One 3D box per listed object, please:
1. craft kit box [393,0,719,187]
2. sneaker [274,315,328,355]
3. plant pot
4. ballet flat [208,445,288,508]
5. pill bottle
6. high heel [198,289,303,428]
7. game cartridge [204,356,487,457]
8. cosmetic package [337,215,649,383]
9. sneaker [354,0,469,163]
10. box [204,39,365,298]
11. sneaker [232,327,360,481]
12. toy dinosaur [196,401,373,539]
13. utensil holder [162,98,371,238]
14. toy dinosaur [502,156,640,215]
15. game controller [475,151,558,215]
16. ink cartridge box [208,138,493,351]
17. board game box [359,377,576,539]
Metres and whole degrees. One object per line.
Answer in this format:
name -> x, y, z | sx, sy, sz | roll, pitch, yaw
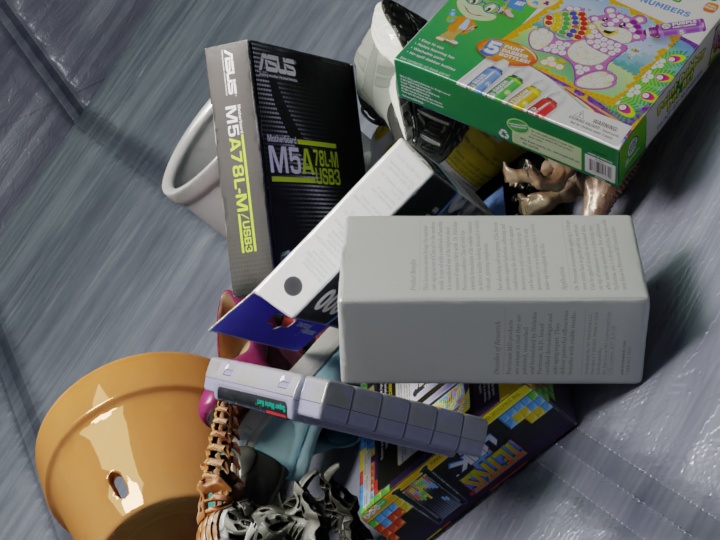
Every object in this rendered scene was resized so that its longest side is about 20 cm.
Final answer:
craft kit box -> 0.160, -0.174, 1.156 | 0.199, 0.049, 0.198 | 25, 56, 27
sneaker -> -0.056, 0.011, 1.389 | 0.087, 0.073, 0.203 | -58, -23, -75
plant pot -> -0.167, 0.189, 1.290 | 0.200, 0.199, 0.141 | -46, 38, 15
ballet flat -> -0.094, 0.238, 1.180 | 0.068, 0.068, 0.203 | 20, 98, 65
pill bottle -> 0.080, -0.110, 1.332 | 0.200, 0.114, 0.115 | -41, 24, 26
high heel -> -0.114, 0.071, 1.262 | 0.068, 0.096, 0.200 | -48, -5, 13
game cartridge -> -0.018, 0.093, 1.040 | 0.199, 0.128, 0.039 | 3, 82, 63
cosmetic package -> 0.086, 0.019, 1.014 | 0.102, 0.197, 0.072 | -86, -5, -56
sneaker -> 0.037, -0.142, 1.259 | 0.080, 0.073, 0.201 | -53, 28, 28
box -> -0.051, -0.079, 1.235 | 0.047, 0.196, 0.200 | -5, -1, 24
sneaker -> -0.025, 0.111, 1.282 | 0.200, 0.082, 0.074 | -45, -13, -42
toy dinosaur -> -0.075, 0.196, 1.105 | 0.134, 0.202, 0.102 | -14, 17, 20
utensil holder -> -0.064, -0.081, 1.462 | 0.170, 0.200, 0.171 | -41, 23, 22
toy dinosaur -> 0.179, -0.101, 1.174 | 0.134, 0.086, 0.201 | -13, 45, -5
game controller -> 0.087, -0.014, 1.265 | 0.200, 0.042, 0.105 | -40, 24, 31
ink cartridge box -> 0.000, 0.000, 1.159 | 0.200, 0.043, 0.198 | -44, -17, 9
board game box -> 0.072, 0.083, 1.122 | 0.165, 0.057, 0.201 | -40, 25, 24
